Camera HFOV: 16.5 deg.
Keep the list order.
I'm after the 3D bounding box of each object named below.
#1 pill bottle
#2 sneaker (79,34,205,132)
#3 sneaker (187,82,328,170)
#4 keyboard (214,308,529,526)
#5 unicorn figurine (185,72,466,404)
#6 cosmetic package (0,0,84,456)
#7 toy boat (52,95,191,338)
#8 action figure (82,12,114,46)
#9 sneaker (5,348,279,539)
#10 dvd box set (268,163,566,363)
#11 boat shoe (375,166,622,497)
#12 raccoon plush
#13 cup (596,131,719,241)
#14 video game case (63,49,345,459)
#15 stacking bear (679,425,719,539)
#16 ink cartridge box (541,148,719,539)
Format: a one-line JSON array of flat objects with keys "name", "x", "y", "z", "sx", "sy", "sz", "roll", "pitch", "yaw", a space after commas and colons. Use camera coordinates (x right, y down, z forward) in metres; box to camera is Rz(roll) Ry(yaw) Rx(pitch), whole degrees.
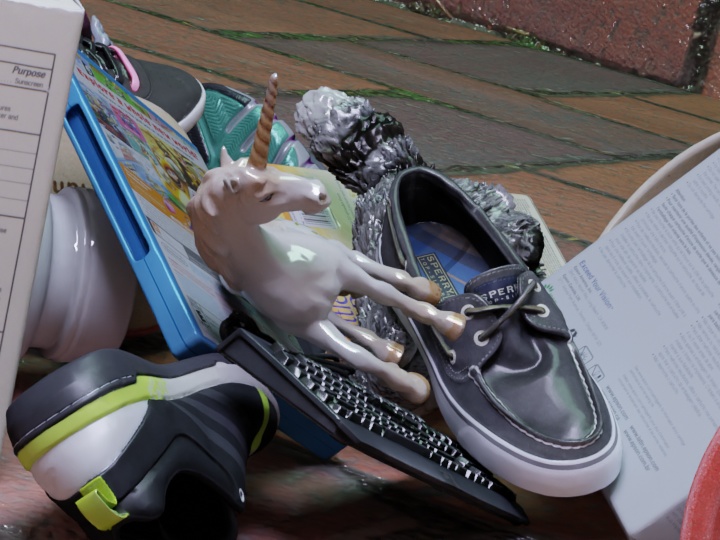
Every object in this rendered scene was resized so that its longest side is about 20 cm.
[{"name": "pill bottle", "x": -0.208, "y": -0.008, "z": 1.142, "sx": 0.200, "sy": 0.111, "sz": 0.111, "roll": 8, "pitch": 13, "yaw": -23}, {"name": "sneaker", "x": -0.160, "y": -0.117, "z": 1.341, "sx": 0.200, "sy": 0.099, "sz": 0.071, "roll": -3, "pitch": 41, "yaw": -34}, {"name": "sneaker", "x": -0.034, "y": -0.033, "z": 1.506, "sx": 0.200, "sy": 0.074, "sz": 0.088, "roll": 45, "pitch": 11, "yaw": 18}, {"name": "keyboard", "x": -0.003, "y": 0.057, "z": 1.081, "sx": 0.127, "sy": 0.021, "sz": 0.200, "roll": 34, "pitch": 0, "yaw": 29}, {"name": "unicorn figurine", "x": -0.023, "y": 0.000, "z": 1.085, "sx": 0.137, "sy": 0.074, "sz": 0.200, "roll": 30, "pitch": -16, "yaw": -12}, {"name": "cosmetic package", "x": -0.184, "y": -0.026, "z": 1.032, "sx": 0.103, "sy": 0.200, "sz": 0.087, "roll": 10, "pitch": 13, "yaw": -15}, {"name": "toy boat", "x": -0.180, "y": -0.025, "z": 1.303, "sx": 0.200, "sy": 0.131, "sz": 0.131, "roll": 6, "pitch": -16, "yaw": -31}, {"name": "action figure", "x": -0.241, "y": -0.090, "z": 1.538, "sx": 0.200, "sy": 0.134, "sz": 0.149, "roll": -21, "pitch": 55, "yaw": -3}, {"name": "sneaker", "x": -0.079, "y": 0.085, "z": 1.009, "sx": 0.083, "sy": 0.072, "sz": 0.200, "roll": 58, "pitch": 16, "yaw": 14}, {"name": "dvd box set", "x": 0.036, "y": 0.007, "z": 1.398, "sx": 0.200, "sy": 0.029, "sz": 0.146, "roll": 5, "pitch": 43, "yaw": -33}, {"name": "boat shoe", "x": 0.062, "y": 0.021, "z": 1.154, "sx": 0.070, "sy": 0.066, "sz": 0.200, "roll": -15, "pitch": 42, "yaw": -13}, {"name": "raccoon plush", "x": 0.000, "y": 0.000, "z": 1.291, "sx": 0.200, "sy": 0.097, "sz": 0.134, "roll": 35, "pitch": 40, "yaw": 27}, {"name": "cup", "x": 0.224, "y": 0.041, "z": 1.269, "sx": 0.143, "sy": 0.200, "sz": 0.200, "roll": 39, "pitch": -6, "yaw": -36}, {"name": "video game case", "x": -0.082, "y": -0.013, "z": 1.167, "sx": 0.143, "sy": 0.018, "sz": 0.200, "roll": 39, "pitch": 18, "yaw": -54}, {"name": "stacking bear", "x": 0.201, "y": 0.122, "z": 0.991, "sx": 0.121, "sy": 0.114, "sz": 0.200, "roll": 31, "pitch": 6, "yaw": 21}, {"name": "ink cartridge box", "x": 0.180, "y": 0.020, "z": 1.164, "sx": 0.041, "sy": 0.200, "sz": 0.200, "roll": 45, "pitch": 11, "yaw": -32}]
